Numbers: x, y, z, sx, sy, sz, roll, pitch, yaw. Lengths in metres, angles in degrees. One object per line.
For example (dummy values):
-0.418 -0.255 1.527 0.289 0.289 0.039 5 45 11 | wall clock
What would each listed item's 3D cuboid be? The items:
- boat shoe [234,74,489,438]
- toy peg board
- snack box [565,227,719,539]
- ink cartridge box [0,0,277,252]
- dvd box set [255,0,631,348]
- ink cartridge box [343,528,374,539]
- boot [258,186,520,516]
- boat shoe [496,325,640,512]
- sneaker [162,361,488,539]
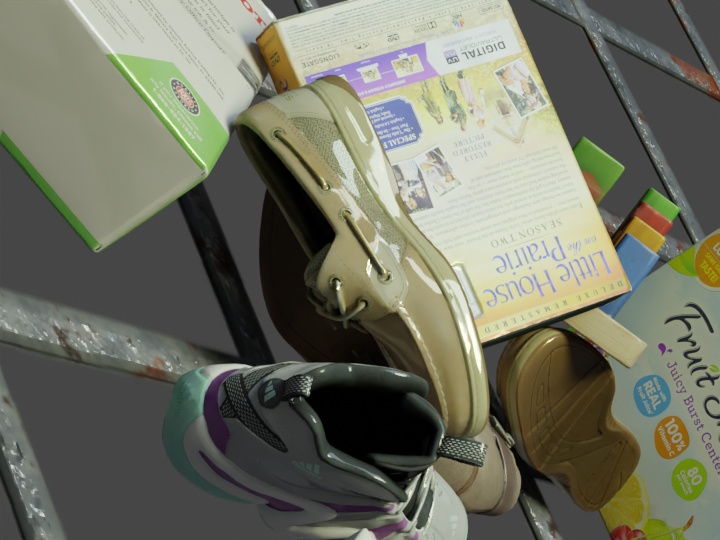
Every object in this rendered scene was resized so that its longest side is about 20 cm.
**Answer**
0.000 0.000 1.434 0.065 0.072 0.200 -22 81 -23 | boat shoe
0.099 -0.044 1.660 0.200 0.098 0.199 36 2 1 | toy peg board
0.218 0.096 1.752 0.068 0.169 0.200 22 39 -54 | snack box
-0.130 -0.121 1.482 0.146 0.084 0.200 50 23 -12 | ink cartridge box
0.046 -0.056 1.529 0.146 0.029 0.200 -19 82 -28 | dvd box set
0.012 0.234 1.266 0.200 0.083 0.145 53 23 -4 | ink cartridge box
0.020 0.047 1.580 0.146 0.070 0.200 36 29 -51 | boot
0.107 0.079 1.654 0.065 0.071 0.200 40 -11 29 | boat shoe
0.017 0.097 1.380 0.200 0.140 0.078 26 63 -41 | sneaker
